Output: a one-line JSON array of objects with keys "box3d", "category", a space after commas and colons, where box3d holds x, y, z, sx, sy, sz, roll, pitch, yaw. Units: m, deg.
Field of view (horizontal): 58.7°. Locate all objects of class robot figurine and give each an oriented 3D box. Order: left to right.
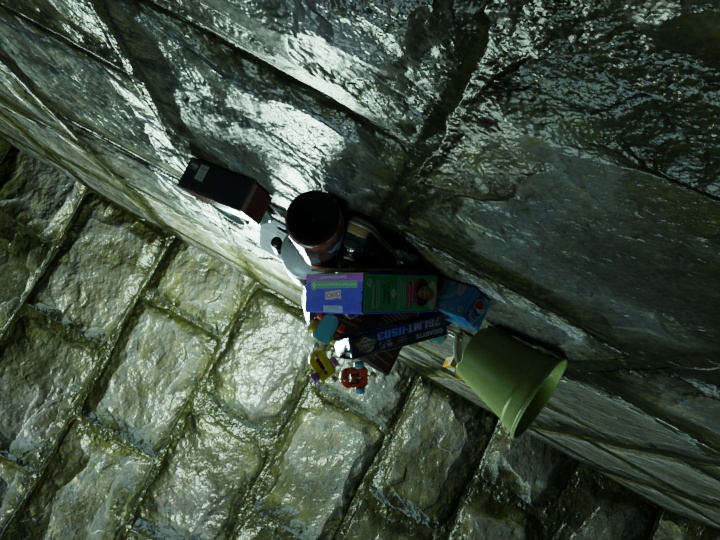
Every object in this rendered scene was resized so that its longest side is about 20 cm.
[{"box3d": [-0.112, -0.031, 1.427, 0.200, 0.147, 0.127, 83, 164, -78], "category": "robot figurine"}]

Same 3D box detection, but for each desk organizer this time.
[{"box3d": [-0.291, -0.170, 1.374, 0.197, 0.073, 0.077, 23, 171, 30], "category": "desk organizer"}]

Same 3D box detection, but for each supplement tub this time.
[{"box3d": [-0.076, -0.066, 1.193, 0.105, 0.109, 0.200, 26, 169, 9], "category": "supplement tub"}]

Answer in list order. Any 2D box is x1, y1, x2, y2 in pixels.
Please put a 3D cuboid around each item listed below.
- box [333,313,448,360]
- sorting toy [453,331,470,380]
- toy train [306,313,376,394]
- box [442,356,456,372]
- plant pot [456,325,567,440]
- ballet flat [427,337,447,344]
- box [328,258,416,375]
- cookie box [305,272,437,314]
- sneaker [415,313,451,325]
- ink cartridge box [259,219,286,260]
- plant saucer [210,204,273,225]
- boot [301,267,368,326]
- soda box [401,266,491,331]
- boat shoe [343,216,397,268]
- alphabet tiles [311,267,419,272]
[{"box3d": [0.054, 0.133, 1.290, 0.195, 0.051, 0.198, -14, 178, -13], "category": "box"}, {"box3d": [0.342, 0.246, 1.685, 0.197, 0.109, 0.179, 24, -172, 22], "category": "sorting toy"}, {"box3d": [-0.048, 0.172, 1.401, 0.146, 0.206, 0.056, -9, -172, -16], "category": "toy train"}, {"box3d": [0.385, 0.355, 2.184, 0.196, 0.042, 0.119, 27, 170, -1], "category": "box"}, {"box3d": [0.313, 0.223, 1.381, 0.183, 0.202, 0.200, 35, 174, 27], "category": "plant pot"}, {"box3d": [0.142, 0.132, 1.708, 0.197, 0.070, 0.071, 29, -171, -3], "category": "ballet flat"}, {"box3d": [0.016, 0.114, 1.547, 0.163, 0.203, 0.164, 19, 167, 36], "category": "box"}, {"box3d": [0.021, 0.042, 1.209, 0.197, 0.077, 0.169, 0, 179, -42], "category": "cookie box"}, {"box3d": [0.179, 0.103, 1.388, 0.076, 0.085, 0.199, 30, 170, -15], "category": "sneaker"}, {"box3d": [-0.185, -0.079, 1.665, 0.160, 0.051, 0.201, 29, 152, 3], "category": "ink cartridge box"}, {"box3d": [-0.300, -0.155, 1.506, 0.197, 0.051, 0.201, 28, 167, 7], "category": "plant saucer"}, {"box3d": [-0.047, 0.062, 1.445, 0.164, 0.078, 0.201, -14, 161, -12], "category": "boot"}, {"box3d": [0.156, 0.054, 1.269, 0.198, 0.065, 0.068, 17, 165, 47], "category": "soda box"}, {"box3d": [0.017, -0.037, 1.206, 0.073, 0.063, 0.200, 22, 171, 23], "category": "boat shoe"}, {"box3d": [0.000, 0.000, 1.243, 0.164, 0.008, 0.198, 0, 179, 31], "category": "alphabet tiles"}]
